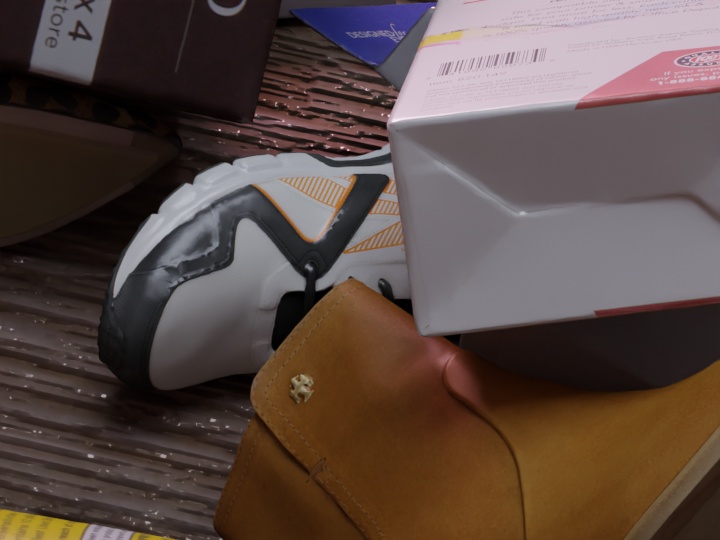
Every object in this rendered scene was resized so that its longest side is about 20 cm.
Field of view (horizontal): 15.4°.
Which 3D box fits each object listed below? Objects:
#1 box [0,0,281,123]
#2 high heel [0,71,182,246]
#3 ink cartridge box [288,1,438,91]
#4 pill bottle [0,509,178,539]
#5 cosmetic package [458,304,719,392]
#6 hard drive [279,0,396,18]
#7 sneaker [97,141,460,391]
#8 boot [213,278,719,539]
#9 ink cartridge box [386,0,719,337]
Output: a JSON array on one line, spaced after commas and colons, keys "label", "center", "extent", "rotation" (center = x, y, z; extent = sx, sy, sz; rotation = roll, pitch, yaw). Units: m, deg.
[{"label": "box", "center": [-0.128, -0.162, 0.965], "extent": [0.199, 0.167, 0.164], "rotation": [12, 6, -15]}, {"label": "high heel", "center": [-0.170, -0.074, 0.993], "extent": [0.199, 0.072, 0.143], "rotation": [-4, 40, -8]}, {"label": "ink cartridge box", "center": [0.107, -0.064, 1.001], "extent": [0.200, 0.047, 0.197], "rotation": [42, 29, 26]}, {"label": "pill bottle", "center": [-0.131, 0.116, 0.720], "extent": [0.199, 0.113, 0.113], "rotation": [9, 37, 0]}, {"label": "cosmetic package", "center": [0.127, 0.072, 0.835], "extent": [0.199, 0.108, 0.085], "rotation": [28, 39, 25]}, {"label": "hard drive", "center": [-0.098, -0.147, 1.141], "extent": [0.199, 0.026, 0.132], "rotation": [-6, 40, -20]}, {"label": "sneaker", "center": [0.000, 0.000, 0.931], "extent": [0.199, 0.074, 0.080], "rotation": [-21, 48, -33]}, {"label": "boot", "center": [0.041, 0.046, 0.784], "extent": [0.144, 0.202, 0.071], "rotation": [48, 23, 28]}, {"label": "ink cartridge box", "center": [0.079, -0.048, 0.821], "extent": [0.116, 0.068, 0.200], "rotation": [-6, 18, 10]}]
